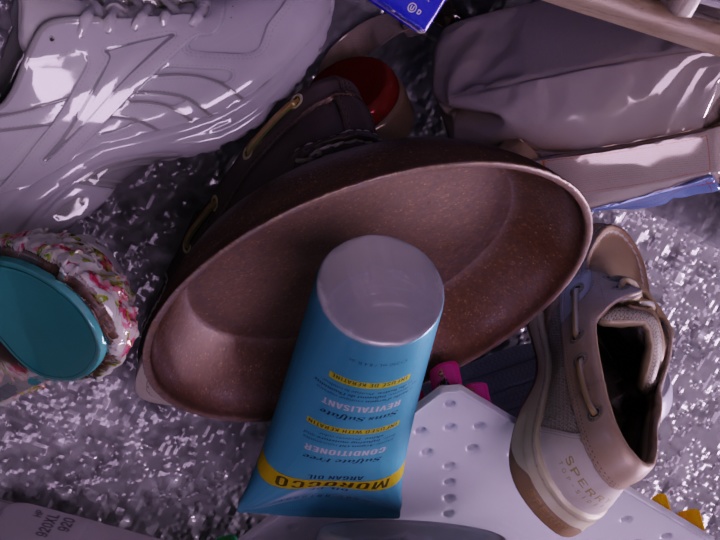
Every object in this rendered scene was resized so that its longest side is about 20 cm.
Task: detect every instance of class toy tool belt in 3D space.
[{"bbox_3d":[0.085,-0.058,0.898,0.198,0.126,0.123,-13,135,14],"label":"toy tool belt"}]

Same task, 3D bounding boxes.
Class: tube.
[{"bbox_3d":[-0.006,0.060,0.827,0.077,0.051,0.201,7,147,-5],"label":"tube"}]

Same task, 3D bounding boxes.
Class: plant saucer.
[{"bbox_3d":[0.000,0.000,0.821,0.199,0.037,0.201,-15,152,-8],"label":"plant saucer"}]

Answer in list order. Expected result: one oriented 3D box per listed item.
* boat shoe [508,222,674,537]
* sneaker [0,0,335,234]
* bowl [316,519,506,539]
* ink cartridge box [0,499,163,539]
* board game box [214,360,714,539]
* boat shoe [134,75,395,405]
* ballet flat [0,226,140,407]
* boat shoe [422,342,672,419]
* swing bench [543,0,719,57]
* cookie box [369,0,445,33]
[{"bbox_3d":[0.119,0.038,0.913,0.072,0.201,0.065,43,124,-17],"label":"boat shoe"},{"bbox_3d":[-0.106,-0.092,0.849,0.199,0.078,0.100,-32,115,-5],"label":"sneaker"},{"bbox_3d":[0.022,0.166,0.882,0.199,0.201,0.095,3,91,-20],"label":"bowl"},{"bbox_3d":[-0.160,0.232,0.897,0.143,0.147,0.202,13,109,2],"label":"ink cartridge box"},{"bbox_3d":[0.042,0.143,0.969,0.199,0.026,0.200,32,124,-32],"label":"board game box"},{"bbox_3d":[-0.049,-0.008,0.883,0.071,0.060,0.200,5,143,-32],"label":"boat shoe"},{"bbox_3d":[-0.138,0.014,0.829,0.064,0.199,0.076,-39,103,-33],"label":"ballet flat"},{"bbox_3d":[0.063,0.089,0.992,0.198,0.072,0.062,-14,130,-3],"label":"boat shoe"},{"bbox_3d":[0.201,-0.172,0.764,0.199,0.130,0.200,25,122,1],"label":"swing bench"},{"bbox_3d":[0.023,-0.220,0.787,0.075,0.171,0.201,28,100,-29],"label":"cookie box"}]
